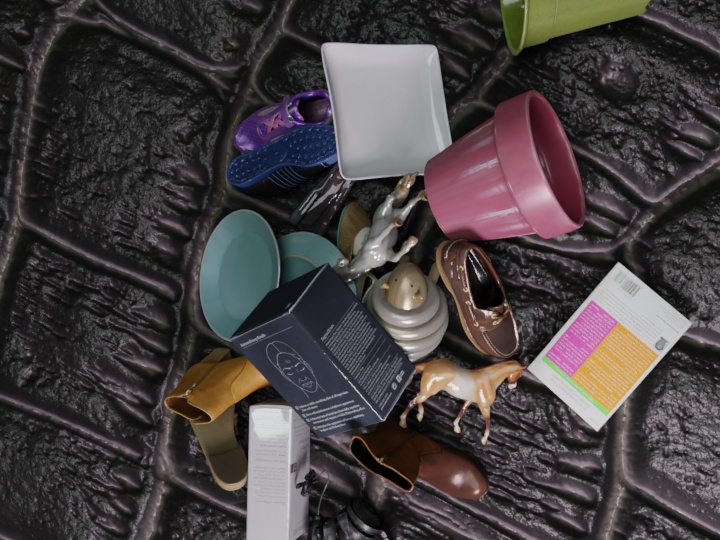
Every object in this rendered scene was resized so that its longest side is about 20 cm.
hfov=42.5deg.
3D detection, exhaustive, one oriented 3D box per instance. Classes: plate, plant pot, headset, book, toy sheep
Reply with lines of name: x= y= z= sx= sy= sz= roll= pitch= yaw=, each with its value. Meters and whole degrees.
plate: x=-0.092 y=0.044 z=1.387 sx=0.199 sy=0.025 sz=0.202 roll=3 pitch=96 yaw=33
plate: x=0.039 y=-0.233 z=1.361 sx=0.198 sy=0.032 sz=0.202 roll=-6 pitch=84 yaw=-29
plant pot: x=0.195 y=-0.126 z=1.294 sx=0.178 sy=0.200 sz=0.202 roll=-19 pitch=83 yaw=27
headset: x=-0.030 y=0.387 z=1.361 sx=0.123 sy=0.094 sz=0.201 roll=-27 pitch=93 yaw=10
book: x=0.351 y=0.107 z=1.314 sx=0.133 sy=0.048 sz=0.200 roll=42 pitch=95 yaw=14
plant pot: x=0.302 y=-0.413 z=1.289 sx=0.188 sy=0.200 sz=0.202 roll=-6 pitch=86 yaw=1
plate: x=-0.180 y=0.008 z=1.412 sx=0.199 sy=0.025 sz=0.202 roll=-8 pitch=79 yaw=45
toy sheep: x=0.065 y=0.066 z=1.325 sx=0.136 sy=0.201 sz=0.139 roll=-2 pitch=46 yaw=2

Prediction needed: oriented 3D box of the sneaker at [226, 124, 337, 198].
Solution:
sneaker: x=-0.101 y=-0.162 z=1.402 sx=0.198 sy=0.078 sz=0.071 roll=-14 pitch=68 yaw=19

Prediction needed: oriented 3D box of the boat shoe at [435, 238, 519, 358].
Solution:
boat shoe: x=0.174 y=0.045 z=1.302 sx=0.070 sy=0.070 sz=0.201 roll=-43 pitch=114 yaw=-23

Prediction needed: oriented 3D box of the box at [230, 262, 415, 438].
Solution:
box: x=-0.051 y=0.114 z=1.269 sx=0.148 sy=0.107 sz=0.200 roll=-24 pitch=112 yaw=46

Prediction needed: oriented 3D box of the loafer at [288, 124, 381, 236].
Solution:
loafer: x=-0.025 y=-0.134 z=1.404 sx=0.063 sy=0.072 sz=0.200 roll=41 pitch=97 yaw=-8

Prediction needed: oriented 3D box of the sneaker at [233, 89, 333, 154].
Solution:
sneaker: x=-0.108 y=-0.231 z=1.411 sx=0.198 sy=0.088 sz=0.081 roll=-16 pitch=85 yaw=13

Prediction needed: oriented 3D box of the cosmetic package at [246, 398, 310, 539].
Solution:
cosmetic package: x=-0.121 y=0.297 z=1.383 sx=0.073 sy=0.102 sz=0.202 roll=-1 pitch=88 yaw=14

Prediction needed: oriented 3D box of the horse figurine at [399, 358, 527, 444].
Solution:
horse figurine: x=0.132 y=0.174 z=1.334 sx=0.198 sy=0.050 sz=0.134 roll=15 pitch=111 yaw=-11

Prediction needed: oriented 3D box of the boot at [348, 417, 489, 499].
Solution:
boot: x=0.088 y=0.271 z=1.285 sx=0.188 sy=0.200 sz=0.069 roll=39 pitch=96 yaw=12

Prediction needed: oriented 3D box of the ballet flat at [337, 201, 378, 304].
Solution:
ballet flat: x=0.000 y=0.000 z=1.379 sx=0.072 sy=0.067 sz=0.202 roll=9 pitch=90 yaw=47

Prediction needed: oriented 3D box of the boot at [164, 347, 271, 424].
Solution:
boot: x=-0.179 y=0.175 z=1.367 sx=0.199 sy=0.144 sz=0.071 roll=1 pitch=121 yaw=26

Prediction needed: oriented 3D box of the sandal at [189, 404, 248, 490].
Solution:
sandal: x=-0.222 y=0.250 z=1.422 sx=0.077 sy=0.070 sz=0.213 roll=-11 pitch=53 yaw=-17

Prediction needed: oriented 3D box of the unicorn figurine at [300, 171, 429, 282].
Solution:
unicorn figurine: x=0.026 y=-0.048 z=1.303 sx=0.074 sy=0.200 sz=0.137 roll=48 pitch=136 yaw=-7
